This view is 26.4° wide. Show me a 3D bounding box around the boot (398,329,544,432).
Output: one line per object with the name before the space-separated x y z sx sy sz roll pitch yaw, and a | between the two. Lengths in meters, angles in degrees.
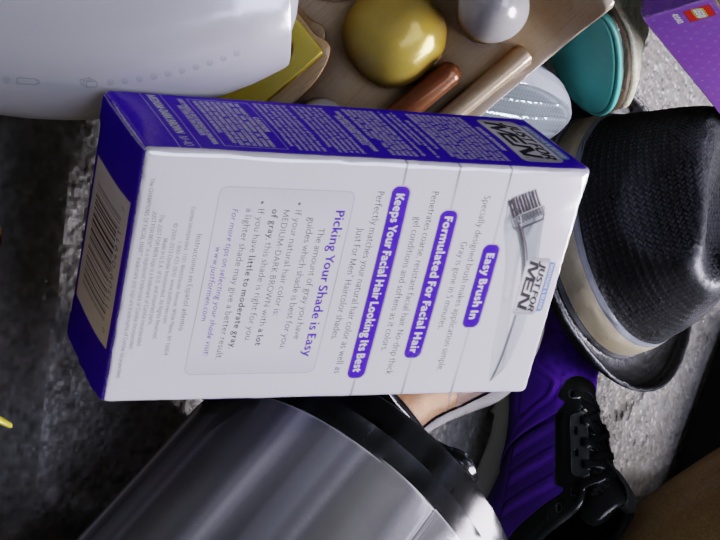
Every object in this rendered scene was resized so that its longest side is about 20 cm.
boot | 0.000 0.000 0.800 0.188 0.068 0.200 -44 117 -22

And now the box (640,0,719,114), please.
box | 0.191 -0.164 0.826 0.200 0.039 0.138 27 55 -59

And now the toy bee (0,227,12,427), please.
toy bee | -0.191 0.042 0.555 0.130 0.109 0.201 10 63 -8

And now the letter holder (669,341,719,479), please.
letter holder | 0.296 0.157 1.069 0.142 0.100 0.201 38 70 -42

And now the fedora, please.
fedora | 0.179 -0.033 0.891 0.200 0.091 0.202 24 57 -43

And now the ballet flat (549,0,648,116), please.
ballet flat | 0.124 -0.163 0.802 0.062 0.067 0.200 -45 142 -15

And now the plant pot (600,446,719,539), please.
plant pot | 0.190 0.210 0.896 0.187 0.199 0.187 57 16 -26

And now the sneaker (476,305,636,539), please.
sneaker | 0.121 0.111 0.888 0.069 0.099 0.201 30 75 -44

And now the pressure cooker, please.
pressure cooker | -0.028 0.141 0.687 0.200 0.178 0.176 -49 157 -31

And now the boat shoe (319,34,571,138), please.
boat shoe | 0.034 -0.110 0.792 0.199 0.073 0.067 8 55 -46

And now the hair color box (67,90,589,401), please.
hair color box | -0.013 -0.008 0.639 0.199 0.065 0.110 2 116 -26

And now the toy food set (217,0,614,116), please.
toy food set | -0.006 -0.110 0.681 0.200 0.060 0.144 -40 94 -3

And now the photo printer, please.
photo printer | -0.109 -0.161 0.607 0.165 0.069 0.201 -6 102 -11
